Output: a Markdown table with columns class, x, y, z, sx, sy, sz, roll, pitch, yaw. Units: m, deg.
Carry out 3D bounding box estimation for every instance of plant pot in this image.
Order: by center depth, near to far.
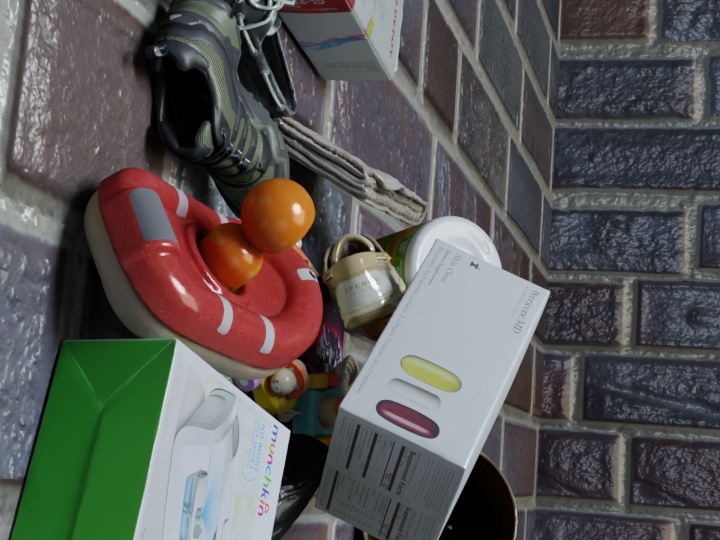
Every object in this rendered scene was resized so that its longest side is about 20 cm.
| class | x | y | z | sx | sy | sz | roll | pitch | yaw |
| --- | --- | --- | --- | --- | --- | --- | --- | --- | --- |
| plant pot | 0.093 | 0.325 | 1.580 | 0.200 | 0.184 | 0.189 | 90 | 8 | -69 |

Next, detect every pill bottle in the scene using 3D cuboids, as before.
| class | x | y | z | sx | sy | sz | roll | pitch | yaw |
| --- | --- | --- | --- | --- | --- | --- | --- | --- | --- |
| pill bottle | 0.047 | 0.017 | 1.302 | 0.110 | 0.199 | 0.113 | 6 | 78 | -29 |

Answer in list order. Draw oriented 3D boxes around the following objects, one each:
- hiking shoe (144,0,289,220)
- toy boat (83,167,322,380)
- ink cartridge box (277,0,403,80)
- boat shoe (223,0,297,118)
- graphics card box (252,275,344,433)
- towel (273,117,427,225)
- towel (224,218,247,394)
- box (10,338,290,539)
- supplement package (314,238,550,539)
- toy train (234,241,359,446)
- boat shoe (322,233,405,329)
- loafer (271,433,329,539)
| class | x | y | z | sx | sy | sz | roll | pitch | yaw |
| --- | --- | --- | --- | --- | --- | --- | --- | --- | --- |
| hiking shoe | -0.118 | -0.104 | 0.969 | 0.101 | 0.075 | 0.202 | -59 | 139 | -43 |
| toy boat | -0.085 | -0.013 | 0.870 | 0.200 | 0.130 | 0.131 | 31 | 28 | -56 |
| ink cartridge box | -0.021 | -0.292 | 1.235 | 0.200 | 0.082 | 0.148 | 49 | 45 | -67 |
| boat shoe | -0.091 | -0.210 | 1.026 | 0.074 | 0.067 | 0.201 | -66 | 153 | -53 |
| graphics card box | -0.059 | 0.104 | 1.205 | 0.125 | 0.050 | 0.203 | 29 | 64 | -70 |
| towel | -0.011 | -0.097 | 1.217 | 0.035 | 0.132 | 0.200 | -58 | 165 | 5 |
| towel | -0.125 | 0.052 | 1.024 | 0.200 | 0.023 | 0.155 | -44 | 134 | -69 |
| box | -0.139 | 0.171 | 0.834 | 0.177 | 0.095 | 0.202 | 50 | 44 | -54 |
| supplement package | 0.061 | 0.108 | 1.063 | 0.157 | 0.110 | 0.201 | 104 | 14 | -50 |
| toy train | -0.040 | 0.071 | 1.115 | 0.201 | 0.055 | 0.151 | 59 | 43 | -38 |
| boat shoe | 0.000 | 0.000 | 1.144 | 0.200 | 0.073 | 0.070 | -131 | -159 | -82 |
| loafer | -0.094 | 0.200 | 1.031 | 0.200 | 0.068 | 0.071 | -36 | 144 | -48 |
